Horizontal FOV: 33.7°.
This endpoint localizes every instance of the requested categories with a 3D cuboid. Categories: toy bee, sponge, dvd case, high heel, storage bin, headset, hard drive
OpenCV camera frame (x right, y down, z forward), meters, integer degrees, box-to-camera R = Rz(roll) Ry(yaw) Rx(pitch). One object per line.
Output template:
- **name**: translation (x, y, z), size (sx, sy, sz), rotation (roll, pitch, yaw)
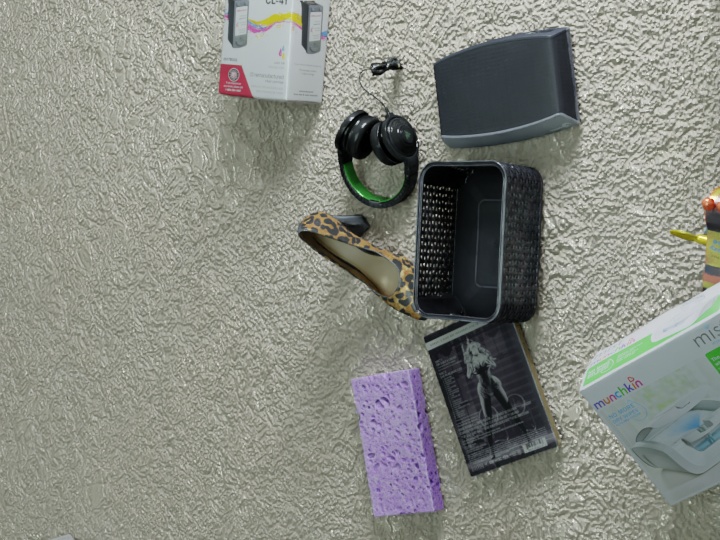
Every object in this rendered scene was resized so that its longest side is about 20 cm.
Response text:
- **toy bee**: translation (0.401, -0.050, 1.317), size (0.130, 0.108, 0.202), rotation (-12, 86, 41)
- **sponge**: translation (0.051, 0.244, 1.680), size (0.111, 0.030, 0.202), rotation (-13, 85, 40)
- **dvd case**: translation (0.173, 0.157, 1.581), size (0.148, 0.016, 0.202), rotation (-28, 76, 37)
- **high heel**: translation (0.000, 0.000, 1.629), size (0.200, 0.142, 0.072), rotation (52, 122, 24)
- **storage bin**: translation (0.150, -0.036, 1.524), size (0.134, 0.093, 0.202), rotation (3, 90, 39)
- **headset**: translation (0.030, -0.189, 1.651), size (0.123, 0.094, 0.202), rotation (13, 117, 34)
- **hard drive**: translation (0.180, -0.232, 1.525), size (0.199, 0.042, 0.136), rotation (-6, 90, 40)

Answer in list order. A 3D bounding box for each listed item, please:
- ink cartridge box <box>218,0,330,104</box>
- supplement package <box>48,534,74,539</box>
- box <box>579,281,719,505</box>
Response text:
- **ink cartridge box**: translation (-0.126, -0.350, 1.743), size (0.147, 0.085, 0.202), rotation (11, 102, 38)
- **supplement package**: translation (-0.530, 0.593, 2.130), size (0.200, 0.121, 0.120), rotation (39, 116, 30)
- **box**: translation (0.380, 0.133, 1.321), size (0.200, 0.097, 0.177), rotation (-35, 98, 36)
